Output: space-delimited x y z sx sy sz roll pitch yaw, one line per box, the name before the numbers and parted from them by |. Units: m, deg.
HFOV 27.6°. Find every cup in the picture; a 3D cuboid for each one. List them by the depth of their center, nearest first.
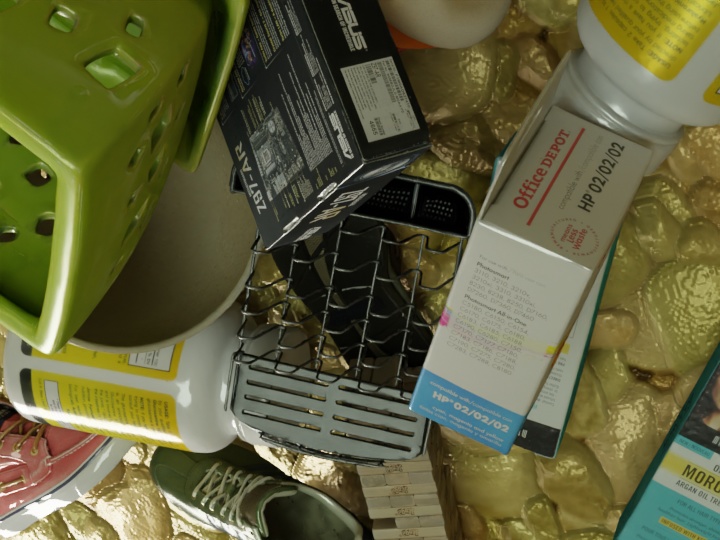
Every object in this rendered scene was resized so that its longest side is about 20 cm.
cup | -0.182 -0.045 0.979 0.143 0.200 0.200 -5 118 59

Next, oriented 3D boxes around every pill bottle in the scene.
pill bottle | 0.189 -0.151 0.808 0.111 0.111 0.200 36 122 1
pill bottle | -0.143 0.069 1.050 0.200 0.112 0.113 9 118 18

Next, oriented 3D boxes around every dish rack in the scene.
dish rack | -0.013 0.028 0.926 0.153 0.055 0.200 12 104 11

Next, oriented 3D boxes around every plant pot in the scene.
plant pot | -0.176 -0.109 0.785 0.199 0.182 0.200 36 147 6

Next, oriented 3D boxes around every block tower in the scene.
block tower | 0.034 0.156 1.035 0.054 0.058 0.200 -5 125 13

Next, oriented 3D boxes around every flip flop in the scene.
flip flop | 0.000 0.000 0.997 0.081 0.058 0.200 -17 123 21

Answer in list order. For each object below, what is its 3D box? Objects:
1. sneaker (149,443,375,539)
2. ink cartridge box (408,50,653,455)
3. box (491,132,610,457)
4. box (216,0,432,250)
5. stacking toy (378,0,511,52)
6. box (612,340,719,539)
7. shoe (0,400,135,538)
sneaker | -0.071 0.169 1.072 0.200 0.067 0.090 27 164 14
ink cartridge box | 0.098 -0.007 0.812 0.068 0.115 0.200 25 136 9
box | 0.113 0.018 0.951 0.082 0.049 0.200 18 121 13
box | -0.044 -0.128 0.811 0.200 0.043 0.160 69 154 8
stacking toy | -0.019 -0.171 0.886 0.200 0.146 0.146 -24 105 45
box | 0.242 0.125 0.964 0.082 0.049 0.200 26 122 8
shoe | -0.256 0.138 1.154 0.200 0.072 0.091 -34 105 36
